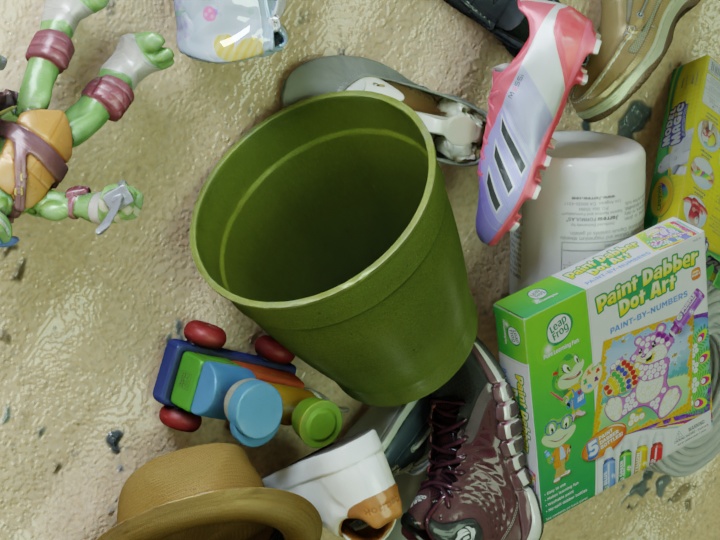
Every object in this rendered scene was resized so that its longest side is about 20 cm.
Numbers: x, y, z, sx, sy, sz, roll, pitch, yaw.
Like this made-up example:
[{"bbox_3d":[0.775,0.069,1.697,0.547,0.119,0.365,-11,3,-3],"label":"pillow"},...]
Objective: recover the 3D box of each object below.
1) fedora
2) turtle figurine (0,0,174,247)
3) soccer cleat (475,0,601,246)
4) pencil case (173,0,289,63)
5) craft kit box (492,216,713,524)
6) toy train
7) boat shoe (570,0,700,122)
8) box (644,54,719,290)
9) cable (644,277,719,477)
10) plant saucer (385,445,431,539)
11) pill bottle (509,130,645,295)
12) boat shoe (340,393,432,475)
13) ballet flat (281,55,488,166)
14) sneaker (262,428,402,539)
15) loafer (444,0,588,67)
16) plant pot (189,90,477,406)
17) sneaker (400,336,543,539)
[{"bbox_3d":[-0.127,0.190,1.579,0.199,0.082,0.201,-10,150,-6],"label":"fedora"},{"bbox_3d":[-0.200,-0.105,1.409,0.200,0.143,0.195,103,12,-64],"label":"turtle figurine"},{"bbox_3d":[0.126,-0.119,1.654,0.076,0.067,0.201,23,105,1],"label":"soccer cleat"},{"bbox_3d":[-0.102,-0.250,1.490,0.083,0.090,0.202,-20,114,-30],"label":"pencil case"},{"bbox_3d":[0.205,0.082,1.710,0.199,0.048,0.199,-25,120,-28],"label":"craft kit box"},{"bbox_3d":[-0.052,0.106,1.617,0.199,0.115,0.085,14,95,-38],"label":"toy train"},{"bbox_3d":[0.229,-0.220,1.771,0.076,0.071,0.201,42,70,-22],"label":"boat shoe"},{"bbox_3d":[0.312,-0.074,1.820,0.117,0.048,0.201,33,55,-29],"label":"box"},{"bbox_3d":[0.292,0.087,1.880,0.199,0.069,0.202,-4,105,-51],"label":"cable"},{"bbox_3d":[0.101,0.205,1.805,0.199,0.050,0.202,-11,109,-34],"label":"plant saucer"},{"bbox_3d":[0.183,-0.010,1.760,0.114,0.114,0.202,-12,111,-34],"label":"pill bottle"},{"bbox_3d":[0.032,0.135,1.720,0.062,0.075,0.201,43,67,-25],"label":"boat shoe"},{"bbox_3d":[0.031,-0.126,1.643,0.199,0.064,0.068,11,97,-38],"label":"ballet flat"},{"bbox_3d":[-0.023,0.180,1.609,0.072,0.200,0.085,-27,89,-19],"label":"sneaker"},{"bbox_3d":[0.115,-0.226,1.672,0.200,0.070,0.068,37,80,-38],"label":"loafer"},{"bbox_3d":[0.000,0.000,1.593,0.201,0.200,0.193,-49,138,-14],"label":"plant pot"},{"bbox_3d":[0.072,0.153,1.658,0.115,0.075,0.201,-25,102,-30],"label":"sneaker"}]
